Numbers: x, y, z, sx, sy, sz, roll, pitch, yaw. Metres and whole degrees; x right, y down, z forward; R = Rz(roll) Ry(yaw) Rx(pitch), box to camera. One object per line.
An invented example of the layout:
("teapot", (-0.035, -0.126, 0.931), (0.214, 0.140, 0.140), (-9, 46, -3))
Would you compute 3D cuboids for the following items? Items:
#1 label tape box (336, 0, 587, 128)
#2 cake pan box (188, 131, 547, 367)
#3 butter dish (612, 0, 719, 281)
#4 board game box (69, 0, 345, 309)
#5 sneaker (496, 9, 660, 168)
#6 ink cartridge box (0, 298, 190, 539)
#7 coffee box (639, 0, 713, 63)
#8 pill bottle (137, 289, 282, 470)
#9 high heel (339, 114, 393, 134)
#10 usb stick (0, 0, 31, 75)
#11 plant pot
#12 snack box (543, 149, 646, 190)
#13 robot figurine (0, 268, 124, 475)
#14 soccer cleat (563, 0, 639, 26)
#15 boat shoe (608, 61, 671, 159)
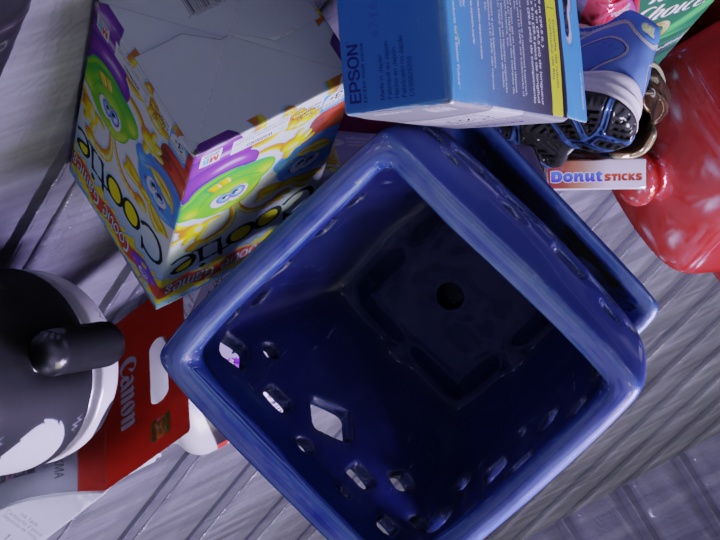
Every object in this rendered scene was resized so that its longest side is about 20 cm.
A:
("label tape box", (0.055, -0.150, 1.321), (0.066, 0.144, 0.200), (-6, 177, 24))
("cake pan box", (0.000, 0.000, 1.557), (0.183, 0.052, 0.200), (6, 134, -24))
("butter dish", (0.248, -0.085, 1.856), (0.147, 0.200, 0.200), (-20, 161, -37))
("board game box", (-0.084, -0.079, 1.350), (0.105, 0.103, 0.200), (-28, 164, -20))
("sneaker", (0.123, -0.115, 1.559), (0.200, 0.076, 0.077), (1, -119, 60))
("ink cartridge box", (-0.198, 0.094, 1.572), (0.200, 0.163, 0.057), (-41, 121, 22))
("coffee box", (0.193, -0.186, 1.715), (0.123, 0.044, 0.200), (-20, 160, -38))
("pill bottle", (-0.097, 0.061, 1.754), (0.199, 0.112, 0.111), (-28, 165, -7))
("high heel", (0.017, -0.125, 1.527), (0.200, 0.067, 0.096), (-46, 139, -2))
("usb stick", (-0.192, -0.102, 1.191), (0.055, 0.033, 0.200), (-32, 167, -33))
("plant pot", (0.040, 0.031, 1.400), (0.200, 0.200, 0.180), (-44, 180, 24))
("snack box", (0.151, -0.080, 1.789), (0.071, 0.024, 0.200), (-1, -171, -5))
("robot figurine", (-0.229, 0.064, 1.456), (0.200, 0.150, 0.125), (-6, 120, -60))
("soccer cleat", (0.145, -0.190, 1.534), (0.067, 0.077, 0.200), (-33, 166, 1))
("boat shoe", (0.169, -0.106, 1.693), (0.075, 0.075, 0.202), (-36, 162, 21))
